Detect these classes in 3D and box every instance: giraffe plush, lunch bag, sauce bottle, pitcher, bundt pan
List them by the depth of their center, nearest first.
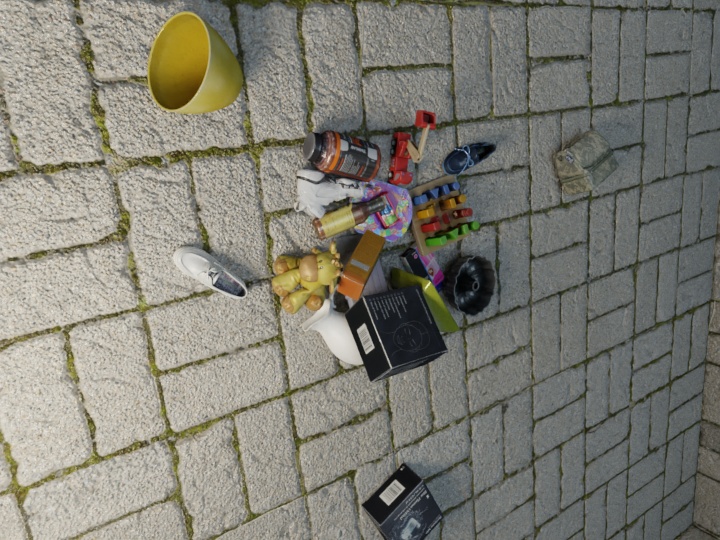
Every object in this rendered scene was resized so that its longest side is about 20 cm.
[{"bbox_3d":[-0.113,0.009,1.331,0.198,0.162,0.175,-25,90,-29],"label":"giraffe plush"},{"bbox_3d":[-0.030,-0.146,1.411,0.197,0.066,0.067,-23,112,-11],"label":"sauce bottle"},{"bbox_3d":[-0.039,0.153,1.464,0.199,0.121,0.173,40,78,-20],"label":"pitcher"},{"bbox_3d":[0.349,0.044,1.698,0.199,0.075,0.206,-8,103,-35],"label":"bundt pan"},{"bbox_3d":[0.798,-0.388,1.866,0.199,0.139,0.169,-36,100,-21],"label":"lunch bag"}]

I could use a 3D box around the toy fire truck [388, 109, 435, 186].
[{"bbox_3d":[0.142,-0.337,1.458,0.048,0.140,0.204,1,99,-31],"label":"toy fire truck"}]

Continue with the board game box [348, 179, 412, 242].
[{"bbox_3d":[0.065,-0.172,1.475,0.197,0.039,0.161,14,87,-19],"label":"board game box"}]

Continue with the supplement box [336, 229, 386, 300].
[{"bbox_3d":[0.005,-0.018,1.374,0.068,0.067,0.201,23,45,2],"label":"supplement box"}]

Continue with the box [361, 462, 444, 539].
[{"bbox_3d":[0.141,0.784,1.701,0.196,0.117,0.202,-38,118,-20],"label":"box"}]

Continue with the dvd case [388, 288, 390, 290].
[{"bbox_3d":[0.084,0.154,1.519,0.150,0.024,0.202,42,44,-39],"label":"dvd case"}]

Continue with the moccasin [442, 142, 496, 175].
[{"bbox_3d":[0.338,-0.360,1.613,0.199,0.068,0.081,-34,102,-26],"label":"moccasin"}]

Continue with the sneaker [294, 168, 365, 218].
[{"bbox_3d":[-0.085,-0.194,1.389,0.197,0.075,0.117,10,95,-28],"label":"sneaker"}]

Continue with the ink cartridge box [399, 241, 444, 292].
[{"bbox_3d":[0.202,0.007,1.630,0.094,0.037,0.202,-40,120,-20],"label":"ink cartridge box"}]

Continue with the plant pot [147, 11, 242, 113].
[{"bbox_3d":[-0.340,-0.428,1.131,0.141,0.198,0.204,1,100,-58],"label":"plant pot"}]

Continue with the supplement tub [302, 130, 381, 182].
[{"bbox_3d":[-0.050,-0.302,1.367,0.197,0.106,0.109,8,96,-33],"label":"supplement tub"}]

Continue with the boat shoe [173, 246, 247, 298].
[{"bbox_3d":[-0.358,0.011,1.261,0.200,0.068,0.072,43,77,-31],"label":"boat shoe"}]

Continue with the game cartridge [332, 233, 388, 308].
[{"bbox_3d":[0.000,0.000,1.462,0.128,0.038,0.203,-11,81,-25],"label":"game cartridge"}]

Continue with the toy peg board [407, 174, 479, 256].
[{"bbox_3d":[0.253,-0.173,1.564,0.198,0.097,0.202,-23,100,-26],"label":"toy peg board"}]

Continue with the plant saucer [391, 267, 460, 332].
[{"bbox_3d":[0.177,0.096,1.534,0.048,0.199,0.201,-42,118,-14],"label":"plant saucer"}]

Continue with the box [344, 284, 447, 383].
[{"bbox_3d":[0.093,0.163,1.383,0.194,0.124,0.202,-10,68,-33],"label":"box"}]
